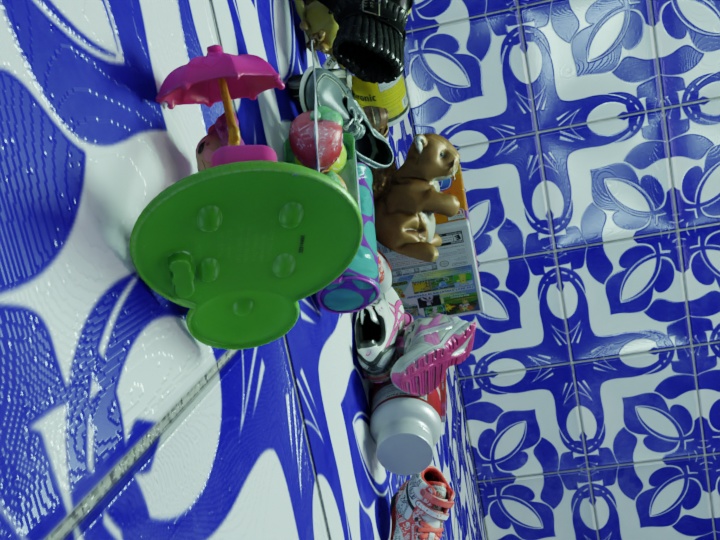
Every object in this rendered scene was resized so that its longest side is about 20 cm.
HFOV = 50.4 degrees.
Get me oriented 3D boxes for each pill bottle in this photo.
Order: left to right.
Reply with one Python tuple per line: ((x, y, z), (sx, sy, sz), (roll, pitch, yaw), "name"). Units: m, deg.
((0.029, -0.402, 1.572), (0.111, 0.111, 0.200), (-90, 166, -45), "pill bottle")
((0.072, 0.221, 1.209), (0.200, 0.112, 0.113), (-83, 161, -59), "pill bottle")

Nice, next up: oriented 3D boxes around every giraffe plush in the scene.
((-0.033, -0.394, 1.186), (0.200, 0.172, 0.162), (-67, 172, 23), "giraffe plush")

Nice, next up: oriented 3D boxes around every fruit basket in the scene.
((-0.040, -0.126, 0.879), (0.200, 0.093, 0.186), (101, -13, -60), "fruit basket")

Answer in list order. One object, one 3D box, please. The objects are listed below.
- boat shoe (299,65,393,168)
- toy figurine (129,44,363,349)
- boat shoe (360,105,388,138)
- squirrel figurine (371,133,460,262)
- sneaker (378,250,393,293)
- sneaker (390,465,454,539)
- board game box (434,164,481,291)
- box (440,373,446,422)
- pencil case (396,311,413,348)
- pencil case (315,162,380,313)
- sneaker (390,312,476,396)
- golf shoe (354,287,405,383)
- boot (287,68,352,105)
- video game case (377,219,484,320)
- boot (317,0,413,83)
((-0.013, -0.196, 1.003), (0.073, 0.062, 0.200), (-63, 148, -14), "boat shoe")
((-0.092, -0.070, 0.565), (0.200, 0.150, 0.184), (103, -22, -51), "toy figurine")
((0.022, -0.264, 1.472), (0.200, 0.067, 0.072), (93, -15, -82), "boat shoe")
((0.066, -0.134, 1.227), (0.142, 0.199, 0.187), (-35, 139, -70), "squirrel figurine")
((-0.001, 0.000, 1.144), (0.202, 0.067, 0.108), (66, 18, -45), "sneaker")
((0.093, 0.384, 1.130), (0.108, 0.067, 0.202), (-57, -161, 31), "sneaker")
((0.114, -0.053, 1.461), (0.200, 0.199, 0.200), (-86, 163, -53), "board game box")
((0.118, 0.184, 1.481), (0.103, 0.094, 0.201), (-80, 168, -63), "box")
((0.071, 0.158, 1.348), (0.094, 0.091, 0.200), (-41, 132, -36), "pencil case")
((-0.020, -0.046, 1.003), (0.092, 0.085, 0.200), (59, 23, -54), "pencil case")
((0.099, 0.127, 1.198), (0.200, 0.088, 0.082), (-27, 130, -49), "sneaker")
((0.030, 0.078, 1.224), (0.200, 0.072, 0.092), (-88, 163, -49), "golf shoe")
((-0.043, -0.203, 1.084), (0.204, 0.073, 0.154), (-48, 132, -74), "boot")
((0.107, 0.010, 1.358), (0.022, 0.199, 0.183), (-83, 161, -61), "video game case")
((-0.028, -0.356, 1.050), (0.079, 0.211, 0.158), (117, -11, -65), "boot")
